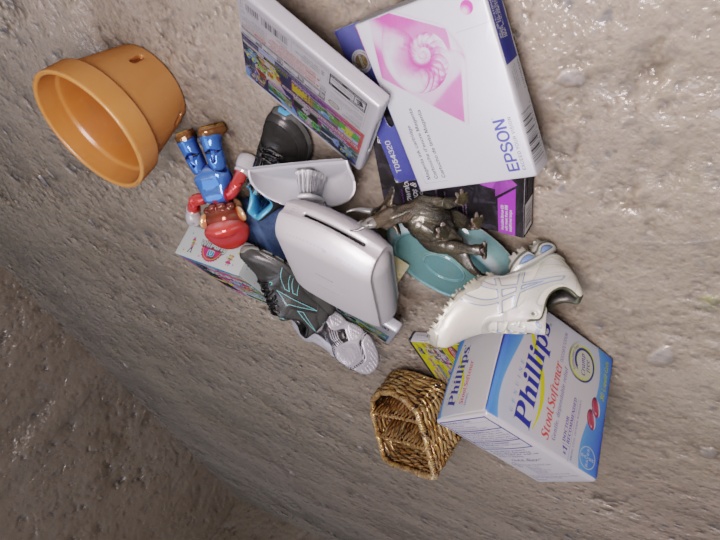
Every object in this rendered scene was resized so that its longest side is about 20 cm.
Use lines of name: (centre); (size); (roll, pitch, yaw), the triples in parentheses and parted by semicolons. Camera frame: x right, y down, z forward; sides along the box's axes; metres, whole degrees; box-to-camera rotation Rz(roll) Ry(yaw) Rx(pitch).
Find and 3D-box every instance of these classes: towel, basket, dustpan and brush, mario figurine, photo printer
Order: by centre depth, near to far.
photo printer: (-0.029, -0.012, 0.825); (0.166, 0.070, 0.200); (27, 159, 18)
dustpan and brush: (-0.062, -0.106, 0.851); (0.139, 0.057, 0.200); (-3, 177, 11)
mario figurine: (-0.227, -0.132, 0.955); (0.123, 0.106, 0.201); (9, 117, 47)
towel: (-0.153, -0.073, 1.020); (0.199, 0.049, 0.112); (14, 142, 33)
basket: (0.089, 0.287, 1.138); (0.143, 0.149, 0.200); (46, 158, -16)

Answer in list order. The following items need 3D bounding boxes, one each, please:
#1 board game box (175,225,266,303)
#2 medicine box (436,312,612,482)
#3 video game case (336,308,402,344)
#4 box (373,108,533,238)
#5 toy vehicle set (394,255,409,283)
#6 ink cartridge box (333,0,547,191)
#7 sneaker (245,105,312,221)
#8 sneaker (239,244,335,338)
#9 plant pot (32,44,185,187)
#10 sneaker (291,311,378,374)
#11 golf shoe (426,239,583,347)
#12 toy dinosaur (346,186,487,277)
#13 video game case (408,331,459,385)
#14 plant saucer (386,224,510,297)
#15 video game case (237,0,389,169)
board game box: (-0.222, -0.002, 1.103); (0.147, 0.064, 0.200); (18, 164, 25)
medicine box: (0.228, 0.160, 0.806); (0.200, 0.183, 0.103); (33, 149, -19)
video game case: (-0.023, 0.058, 1.038); (0.200, 0.022, 0.182); (32, 168, 5)
box: (0.109, -0.123, 0.719); (0.199, 0.036, 0.143); (19, 144, 29)
toy vehicle set: (0.000, 0.000, 0.951); (0.124, 0.027, 0.200); (34, 160, 3)
ink cartridge box: (0.074, -0.180, 0.625); (0.199, 0.043, 0.197); (-3, 123, 40)
sneaker: (-0.123, -0.147, 0.863); (0.073, 0.082, 0.200); (32, 147, 10)
sneaker: (-0.127, 0.035, 0.978); (0.200, 0.079, 0.075); (42, 167, -26)
plant pot: (-0.366, -0.248, 0.908); (0.200, 0.140, 0.200); (24, 145, 18)
sneaker: (-0.055, 0.123, 1.147); (0.200, 0.075, 0.115); (40, 165, -8)
golf shoe: (0.177, 0.047, 0.715); (0.097, 0.200, 0.078); (53, 172, 28)
toy dinosaur: (0.092, -0.051, 0.706); (0.200, 0.077, 0.102); (21, 175, -40)
video game case: (0.202, 0.184, 1.041); (0.180, 0.026, 0.200); (-2, 133, 44)
plant saucer: (0.121, -0.012, 0.829); (0.200, 0.027, 0.200); (26, 158, 11)
video game case: (-0.060, -0.220, 0.701); (0.200, 0.023, 0.182); (40, 167, 2)
